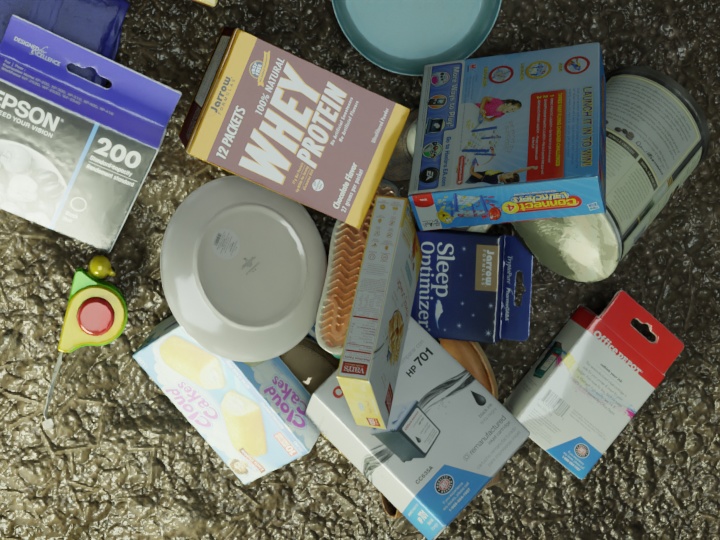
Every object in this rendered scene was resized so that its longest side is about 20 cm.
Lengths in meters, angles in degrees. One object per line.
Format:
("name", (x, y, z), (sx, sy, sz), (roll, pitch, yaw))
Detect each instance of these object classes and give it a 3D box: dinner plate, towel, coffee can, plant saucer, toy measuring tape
("dinner plate", (-0.119, -0.004, 1.534), (0.197, 0.024, 0.204), (5, 79, -27))
("towel", (-0.360, -0.252, 1.527), (0.198, 0.050, 0.150), (20, 92, -14))
("coffee can", (0.271, -0.107, 1.566), (0.200, 0.146, 0.147), (-46, 106, -29))
("plant saucer", (0.061, -0.321, 1.595), (0.197, 0.027, 0.204), (-2, 100, -10))
("toy measuring tape", (-0.300, 0.084, 1.581), (0.072, 0.074, 0.203), (13, 97, -11))

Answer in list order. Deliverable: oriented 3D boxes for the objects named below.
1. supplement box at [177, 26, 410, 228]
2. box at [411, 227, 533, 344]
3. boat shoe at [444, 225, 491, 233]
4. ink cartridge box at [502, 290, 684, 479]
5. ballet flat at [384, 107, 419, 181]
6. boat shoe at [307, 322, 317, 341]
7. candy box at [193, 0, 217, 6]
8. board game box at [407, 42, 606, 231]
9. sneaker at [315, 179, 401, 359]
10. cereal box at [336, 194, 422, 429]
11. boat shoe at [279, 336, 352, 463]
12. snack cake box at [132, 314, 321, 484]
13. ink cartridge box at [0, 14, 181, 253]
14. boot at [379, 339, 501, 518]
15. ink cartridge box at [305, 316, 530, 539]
("supplement box", (-0.076, -0.156, 1.510), (0.195, 0.200, 0.134), (23, 96, -12))
("box", (0.094, 0.015, 1.613), (0.197, 0.032, 0.123), (4, 99, 15))
("boat shoe", (0.151, -0.116, 1.623), (0.064, 0.072, 0.201), (33, 99, -18))
("ink cartridge box", (0.273, 0.128, 1.686), (0.116, 0.067, 0.201), (39, 92, -14))
("ballet flat", (0.104, -0.167, 1.607), (0.199, 0.067, 0.069), (-35, 100, -2))
("boat shoe", (-0.082, -0.003, 1.602), (0.072, 0.072, 0.201), (-42, 108, -10))
("candy box", (-0.240, -0.335, 1.495), (0.197, 0.117, 0.057), (17, 97, -12))
("board game box", (0.156, -0.140, 1.485), (0.193, 0.202, 0.056), (-5, 138, 16))
("sneaker", (0.000, 0.000, 1.592), (0.070, 0.080, 0.203), (16, 82, 13))
("cereal box", (0.022, 0.045, 1.462), (0.039, 0.144, 0.203), (7, 68, 12))
("boat shoe", (-0.023, 0.156, 1.639), (0.074, 0.069, 0.200), (-43, 104, -1))
("snack cake box", (-0.143, 0.130, 1.588), (0.114, 0.067, 0.201), (-30, 106, 35))
("ink cartridge box", (-0.316, -0.139, 1.515), (0.196, 0.044, 0.201), (23, 116, -15))
("boot", (0.078, 0.175, 1.630), (0.154, 0.076, 0.203), (-13, 103, -31))
("ink cartridge box", (0.060, 0.166, 1.545), (0.200, 0.086, 0.146), (44, 70, 8))
